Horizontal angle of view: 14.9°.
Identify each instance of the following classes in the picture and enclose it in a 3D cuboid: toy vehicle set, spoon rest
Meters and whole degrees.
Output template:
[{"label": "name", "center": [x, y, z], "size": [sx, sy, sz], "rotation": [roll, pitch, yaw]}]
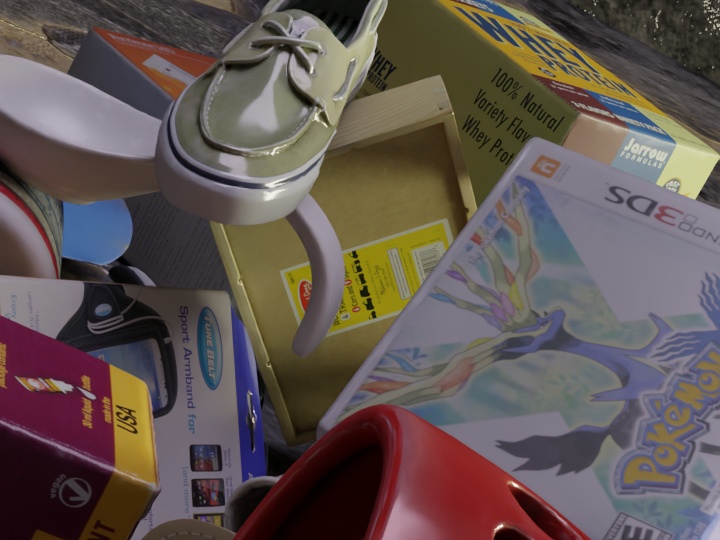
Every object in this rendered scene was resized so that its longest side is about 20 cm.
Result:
[{"label": "toy vehicle set", "center": [0.000, 0.000, 1.346], "size": [0.200, 0.124, 0.027], "rotation": [74, -1, -48]}, {"label": "spoon rest", "center": [-0.088, -0.042, 1.228], "size": [0.200, 0.061, 0.099], "rotation": [34, 17, 2]}]

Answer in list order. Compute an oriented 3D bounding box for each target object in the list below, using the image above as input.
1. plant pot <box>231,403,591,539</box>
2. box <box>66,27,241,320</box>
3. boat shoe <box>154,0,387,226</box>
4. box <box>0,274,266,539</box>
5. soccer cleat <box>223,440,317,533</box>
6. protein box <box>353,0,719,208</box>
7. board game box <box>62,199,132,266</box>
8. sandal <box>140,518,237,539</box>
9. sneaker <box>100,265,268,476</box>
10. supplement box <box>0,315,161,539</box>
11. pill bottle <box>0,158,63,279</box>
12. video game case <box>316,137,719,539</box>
[{"label": "plant pot", "center": [0.028, 0.174, 0.938], "size": [0.182, 0.200, 0.200], "rotation": [34, 14, -14]}, {"label": "box", "center": [-0.082, -0.045, 1.614], "size": [0.124, 0.098, 0.200], "rotation": [10, 23, -49]}, {"label": "boat shoe", "center": [-0.037, -0.086, 1.215], "size": [0.072, 0.062, 0.200], "rotation": [21, 31, 4]}, {"label": "box", "center": [-0.111, 0.066, 1.180], "size": [0.041, 0.119, 0.200], "rotation": [-8, -8, 31]}, {"label": "soccer cleat", "center": [-0.021, 0.110, 1.205], "size": [0.085, 0.069, 0.200], "rotation": [53, 23, -21]}, {"label": "protein box", "center": [0.070, -0.043, 1.681], "size": [0.135, 0.200, 0.199], "rotation": [13, 22, -44]}, {"label": "board game box", "center": [-0.220, -0.041, 1.479], "size": [0.200, 0.039, 0.158], "rotation": [13, 27, -32]}, {"label": "sandal", "center": [-0.013, 0.190, 1.088], "size": [0.212, 0.078, 0.070], "rotation": [41, -13, 17]}, {"label": "sneaker", "center": [-0.068, 0.061, 1.353], "size": [0.088, 0.074, 0.200], "rotation": [25, 14, -32]}, {"label": "supplement box", "center": [-0.189, 0.072, 0.990], "size": [0.200, 0.131, 0.103], "rotation": [24, 16, -14]}, {"label": "pill bottle", "center": [-0.197, -0.017, 1.280], "size": [0.120, 0.120, 0.200], "rotation": [25, 16, -13]}, {"label": "video game case", "center": [0.108, 0.040, 1.223], "size": [0.182, 0.022, 0.200], "rotation": [23, 55, 21]}]
